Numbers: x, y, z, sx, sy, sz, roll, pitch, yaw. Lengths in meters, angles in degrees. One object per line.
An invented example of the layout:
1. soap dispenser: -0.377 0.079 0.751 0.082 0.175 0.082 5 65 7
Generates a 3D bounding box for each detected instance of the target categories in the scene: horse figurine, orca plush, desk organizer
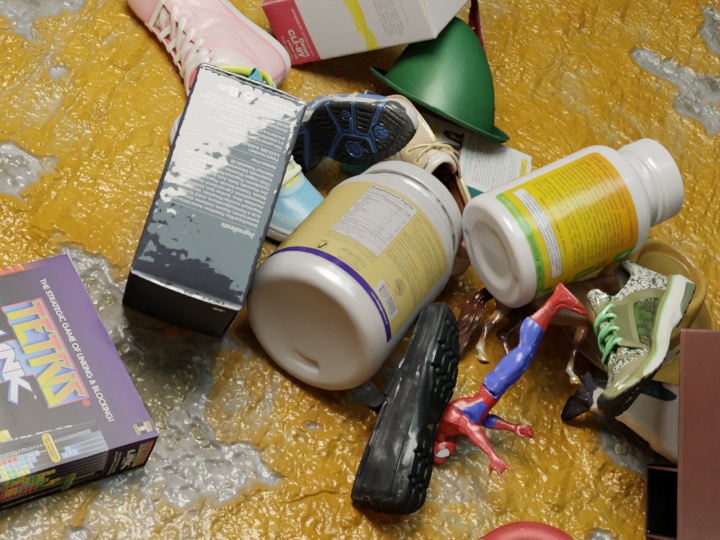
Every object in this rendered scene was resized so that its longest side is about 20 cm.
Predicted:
1. horse figurine: 0.182 0.047 1.483 0.197 0.050 0.134 5 55 9
2. orca plush: 0.295 0.153 1.513 0.198 0.071 0.107 7 94 -7
3. desk organizer: 0.318 0.155 1.431 0.076 0.072 0.203 3 86 -17

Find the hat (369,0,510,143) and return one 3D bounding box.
1. hat: 0.115 -0.258 1.634 0.165 0.177 0.200 15 16 -47

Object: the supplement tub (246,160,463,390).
1. supplement tub: 0.000 0.000 1.426 0.145 0.146 0.200 36 47 7

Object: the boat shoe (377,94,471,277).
1. boat shoe: 0.072 -0.096 1.533 0.073 0.069 0.202 -18 76 -29

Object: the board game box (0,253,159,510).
1. board game box: -0.286 0.092 1.280 0.164 0.057 0.201 -15 61 -32

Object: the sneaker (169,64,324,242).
1. sneaker: -0.095 -0.120 1.491 0.199 0.131 0.080 37 45 7

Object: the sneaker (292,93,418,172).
1. sneaker: -0.014 -0.151 1.516 0.077 0.199 0.076 -44 118 -34

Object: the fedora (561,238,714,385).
1. fedora: 0.299 0.029 1.582 0.198 0.082 0.202 12 49 -14

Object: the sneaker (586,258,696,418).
1. sneaker: 0.241 0.059 1.413 0.088 0.077 0.200 31 42 6

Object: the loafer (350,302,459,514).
1. loafer: 0.040 0.120 1.370 0.070 0.068 0.202 4 65 28

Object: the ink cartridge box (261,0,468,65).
1. ink cartridge box: 0.016 -0.303 1.646 0.145 0.198 0.084 -52 127 -43

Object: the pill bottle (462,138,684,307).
1. pill bottle: 0.206 -0.052 1.451 0.198 0.111 0.112 -24 64 -20

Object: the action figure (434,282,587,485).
1. action figure: 0.148 0.118 1.399 0.200 0.065 0.099 -45 74 2

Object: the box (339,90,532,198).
1. box: 0.082 -0.115 1.624 0.198 0.049 0.083 21 47 -8

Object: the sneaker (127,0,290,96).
1. sneaker: -0.174 -0.240 1.590 0.199 0.076 0.105 34 41 -1

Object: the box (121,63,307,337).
1. box: -0.133 -0.057 1.362 0.103 0.148 0.202 19 74 -7

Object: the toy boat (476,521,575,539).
1. toy boat: 0.123 0.278 1.265 0.199 0.131 0.131 -25 66 -37
